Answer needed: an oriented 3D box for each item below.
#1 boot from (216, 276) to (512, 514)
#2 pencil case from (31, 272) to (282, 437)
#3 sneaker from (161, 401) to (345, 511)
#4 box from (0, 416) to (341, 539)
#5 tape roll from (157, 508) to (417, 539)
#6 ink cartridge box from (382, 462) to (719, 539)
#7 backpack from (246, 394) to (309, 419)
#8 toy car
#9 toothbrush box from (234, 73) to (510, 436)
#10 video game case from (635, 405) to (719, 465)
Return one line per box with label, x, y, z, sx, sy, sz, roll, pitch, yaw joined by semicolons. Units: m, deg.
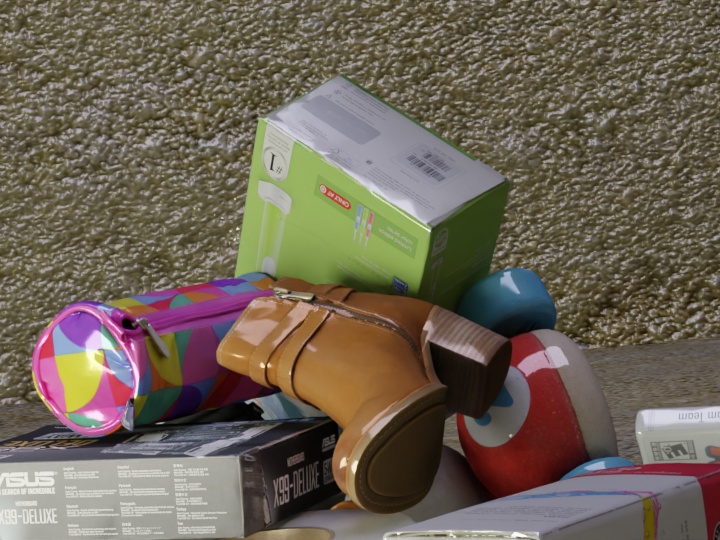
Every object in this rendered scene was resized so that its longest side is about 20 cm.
boot;-0.016;0.067;1.467;0.154;0.074;0.200;17;24;19
pencil case;-0.112;0.050;1.559;0.088;0.089;0.200;-3;5;32
sneaker;-0.052;0.116;1.672;0.199;0.100;0.071;-12;-20;-40
box;-0.130;0.123;1.486;0.199;0.050;0.158;-3;3;21
tape roll;-0.063;0.171;1.384;0.201;0.037;0.203;-10;6;1
ink cartridge box;0.100;0.172;1.138;0.085;0.149;0.200;-3;2;35
backpack;-0.088;0.138;1.970;0.199;0.176;0.153;-16;26;36
toy car;0.057;0.134;1.578;0.199;0.185;0.177;-20;-35;-8
toothbrush box;0.000;0.000;1.632;0.145;0.201;0.086;33;42;26
video game case;0.266;0.144;1.490;0.181;0.024;0.200;-3;-41;15
